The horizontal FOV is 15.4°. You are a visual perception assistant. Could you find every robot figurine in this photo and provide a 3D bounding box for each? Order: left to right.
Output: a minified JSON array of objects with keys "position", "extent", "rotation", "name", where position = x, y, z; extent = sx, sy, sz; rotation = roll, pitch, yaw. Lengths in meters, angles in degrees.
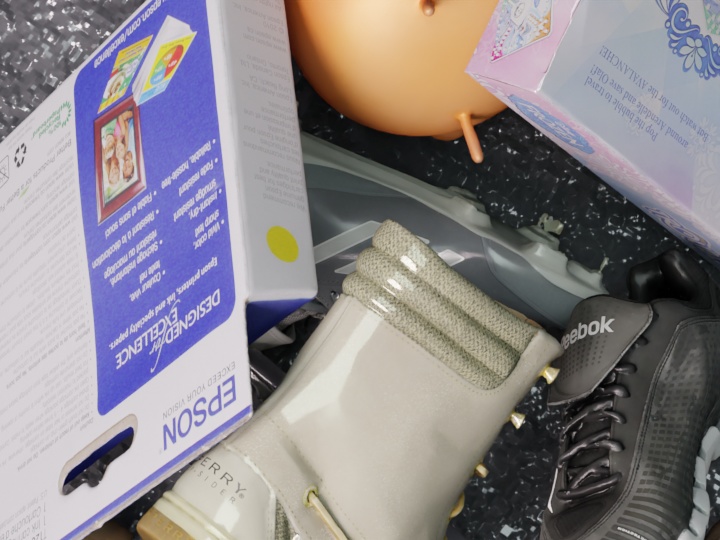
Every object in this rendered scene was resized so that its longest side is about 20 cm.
[{"position":[0.018,-0.132,1.070],"extent":[0.116,0.200,0.144],"rotation":[16,125,-26],"name":"robot figurine"}]

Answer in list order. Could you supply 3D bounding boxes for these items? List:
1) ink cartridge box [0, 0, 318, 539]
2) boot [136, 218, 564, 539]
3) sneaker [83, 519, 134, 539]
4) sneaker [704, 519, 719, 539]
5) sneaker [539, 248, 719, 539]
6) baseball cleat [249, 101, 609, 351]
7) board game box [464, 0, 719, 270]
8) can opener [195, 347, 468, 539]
[{"position":[-0.089,0.009,1.018],"extent":[0.047,0.198,0.201],"rotation":[14,56,-35],"name":"ink cartridge box"},{"position":[0.023,0.084,0.993],"extent":[0.072,0.200,0.155],"rotation":[30,81,44],"name":"boot"},{"position":[-0.183,0.167,1.078],"extent":[0.090,0.067,0.200],"rotation":[34,87,2],"name":"sneaker"},{"position":[0.228,0.076,1.087],"extent":[0.199,0.071,0.076],"rotation":[-19,53,4],"name":"sneaker"},{"position":[0.100,0.059,1.029],"extent":[0.066,0.200,0.091],"rotation":[-22,109,39],"name":"sneaker"},{"position":[0.000,0.000,1.107],"extent":[0.200,0.070,0.107],"rotation":[26,97,10],"name":"baseball cleat"},{"position":[0.151,-0.119,1.053],"extent":[0.043,0.200,0.200],"rotation":[18,79,44],"name":"board game box"},{"position":[-0.012,0.105,1.077],"extent":[0.200,0.067,0.053],"rotation":[42,119,7],"name":"can opener"}]
